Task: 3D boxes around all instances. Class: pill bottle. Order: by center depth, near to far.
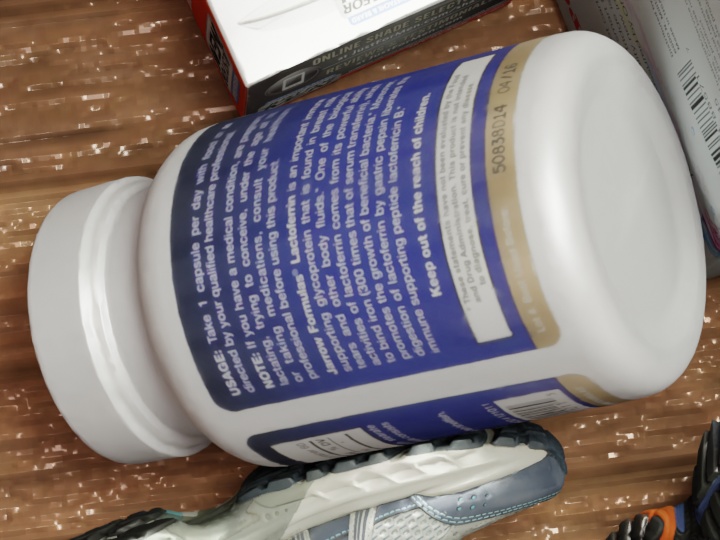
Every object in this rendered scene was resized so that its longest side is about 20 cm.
[{"bbox_3d":[0.000,0.000,0.922,0.199,0.116,0.116,-13,82,27],"label":"pill bottle"}]

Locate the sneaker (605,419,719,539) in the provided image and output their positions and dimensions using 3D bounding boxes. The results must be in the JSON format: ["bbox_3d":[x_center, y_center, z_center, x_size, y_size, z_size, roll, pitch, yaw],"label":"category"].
[{"bbox_3d":[0.142,0.088,0.926,0.078,0.200,0.076,11,62,-18],"label":"sneaker"}]

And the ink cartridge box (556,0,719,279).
[{"bbox_3d":[0.157,-0.096,0.937,0.144,0.200,0.146,-20,84,-9],"label":"ink cartridge box"}]

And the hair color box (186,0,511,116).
[{"bbox_3d":[-0.033,-0.168,1.004,0.110,0.064,0.201,-24,83,-7],"label":"hair color box"}]

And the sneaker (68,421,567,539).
[{"bbox_3d":[-0.020,0.109,0.971,0.199,0.078,0.087,-20,96,1],"label":"sneaker"}]
